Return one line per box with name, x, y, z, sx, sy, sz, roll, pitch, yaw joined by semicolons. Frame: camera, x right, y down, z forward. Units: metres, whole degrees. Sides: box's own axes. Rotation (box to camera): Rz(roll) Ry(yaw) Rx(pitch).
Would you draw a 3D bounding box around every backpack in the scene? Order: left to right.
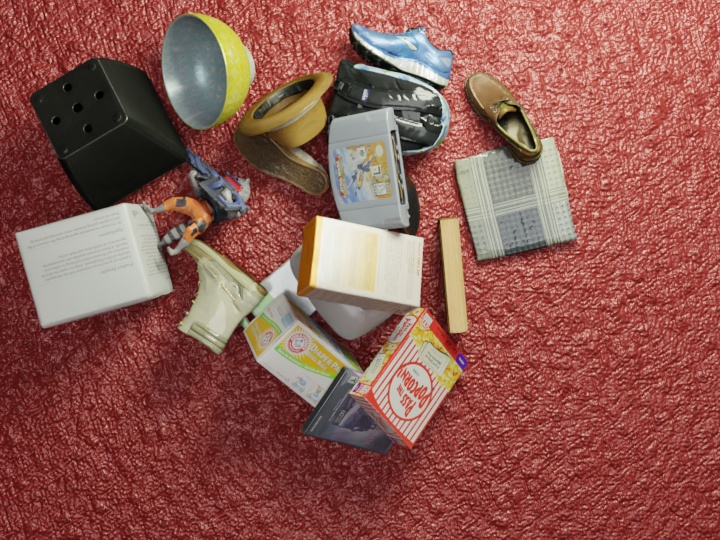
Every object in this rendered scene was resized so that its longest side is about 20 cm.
backpack;0.059;-0.276;1.695;0.200;0.154;0.163;9;92;22

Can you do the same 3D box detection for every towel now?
towel;0.283;-0.132;1.751;0.192;0.035;0.200;-13;96;5

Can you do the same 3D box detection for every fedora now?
fedora;-0.118;-0.269;1.676;0.200;0.201;0.082;-29;115;3

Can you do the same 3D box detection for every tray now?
tray;0.165;0.006;1.725;0.037;0.099;0.200;-4;94;3

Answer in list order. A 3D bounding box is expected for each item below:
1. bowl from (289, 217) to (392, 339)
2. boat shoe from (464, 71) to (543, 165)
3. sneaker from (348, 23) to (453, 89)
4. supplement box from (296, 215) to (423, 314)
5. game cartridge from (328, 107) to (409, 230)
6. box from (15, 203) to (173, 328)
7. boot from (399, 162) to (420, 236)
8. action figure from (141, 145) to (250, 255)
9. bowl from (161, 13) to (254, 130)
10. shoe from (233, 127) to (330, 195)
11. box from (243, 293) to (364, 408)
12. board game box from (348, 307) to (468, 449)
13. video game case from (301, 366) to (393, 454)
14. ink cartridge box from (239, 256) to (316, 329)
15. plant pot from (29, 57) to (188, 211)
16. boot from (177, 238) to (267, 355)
bowl;0.000;0.000;1.697;0.200;0.075;0.200;-37;93;-26
boat shoe;0.258;-0.281;1.701;0.072;0.068;0.200;-38;79;0
sneaker;0.074;-0.399;1.716;0.200;0.079;0.089;21;87;-9
supplement box;0.001;-0.006;1.616;0.200;0.074;0.126;12;71;-19
game cartridge;0.010;-0.166;1.625;0.133;0.042;0.200;-6;95;29
box;-0.459;-0.012;1.686;0.199;0.200;0.172;-15;92;2
boot;0.041;-0.139;1.718;0.097;0.075;0.200;6;137;30
action figure;-0.290;-0.125;1.726;0.193;0.105;0.200;-25;54;-18
bowl;-0.252;-0.354;1.691;0.108;0.200;0.200;-19;95;-41
shoe;-0.141;-0.202;1.744;0.200;0.053;0.070;34;115;2
box;-0.096;0.152;1.695;0.101;0.113;0.200;-44;120;4
board game box;0.089;0.189;1.696;0.152;0.046;0.200;50;64;-30
video game case;0.008;0.254;1.719;0.200;0.019;0.143;22;108;-37
ink cartridge box;-0.129;0.045;1.753;0.200;0.059;0.104;-40;93;4
plant pot;-0.449;-0.252;1.655;0.199;0.177;0.200;-29;75;3
boot;-0.282;0.042;1.718;0.200;0.072;0.155;35;88;22
